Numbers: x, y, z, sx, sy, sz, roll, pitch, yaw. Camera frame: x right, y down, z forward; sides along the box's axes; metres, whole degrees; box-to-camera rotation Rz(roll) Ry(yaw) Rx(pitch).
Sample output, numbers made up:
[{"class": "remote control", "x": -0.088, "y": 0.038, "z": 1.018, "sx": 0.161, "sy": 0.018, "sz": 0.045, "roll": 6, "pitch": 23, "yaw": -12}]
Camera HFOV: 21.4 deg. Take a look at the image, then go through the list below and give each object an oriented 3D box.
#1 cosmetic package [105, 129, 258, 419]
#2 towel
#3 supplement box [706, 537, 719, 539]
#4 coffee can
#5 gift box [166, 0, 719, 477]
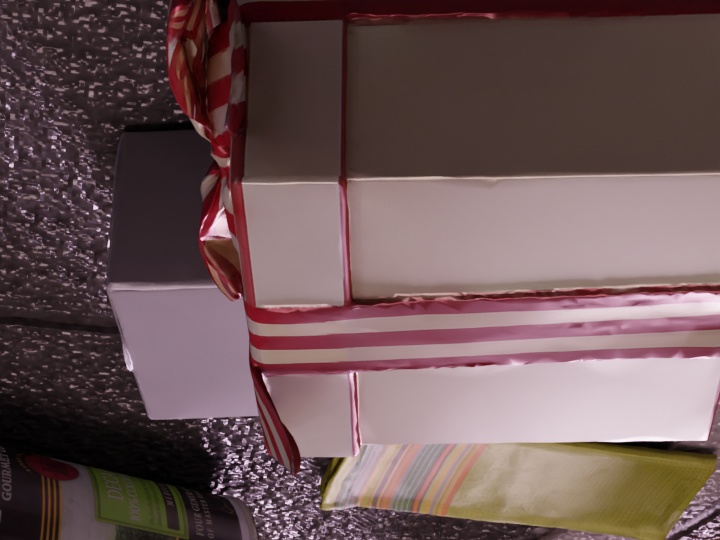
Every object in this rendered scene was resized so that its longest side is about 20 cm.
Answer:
[{"class": "cosmetic package", "x": 0.000, "y": 0.000, "z": 0.790, "sx": 0.197, "sy": 0.091, "sz": 0.107, "roll": 1, "pitch": 145, "yaw": 3}, {"class": "towel", "x": 0.082, "y": 0.112, "z": 1.005, "sx": 0.198, "sy": 0.018, "sz": 0.086, "roll": 8, "pitch": 145, "yaw": -11}, {"class": "supplement box", "x": 0.194, "y": 0.247, "z": 1.079, "sx": 0.068, "sy": 0.067, "sz": 0.202, "roll": -1, "pitch": 121, "yaw": -27}, {"class": "coffee can", "x": -0.169, "y": 0.168, "z": 0.972, "sx": 0.198, "sy": 0.148, "sz": 0.146, "roll": 16, "pitch": 142, "yaw": -22}, {"class": "gift box", "x": 0.031, "y": -0.039, "z": 0.641, "sx": 0.184, "sy": 0.202, "sz": 0.186, "roll": 0, "pitch": 140, "yaw": 3}]
